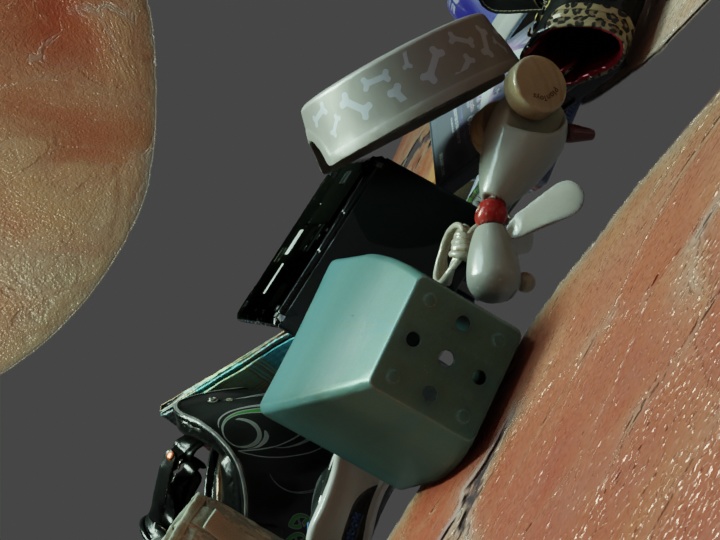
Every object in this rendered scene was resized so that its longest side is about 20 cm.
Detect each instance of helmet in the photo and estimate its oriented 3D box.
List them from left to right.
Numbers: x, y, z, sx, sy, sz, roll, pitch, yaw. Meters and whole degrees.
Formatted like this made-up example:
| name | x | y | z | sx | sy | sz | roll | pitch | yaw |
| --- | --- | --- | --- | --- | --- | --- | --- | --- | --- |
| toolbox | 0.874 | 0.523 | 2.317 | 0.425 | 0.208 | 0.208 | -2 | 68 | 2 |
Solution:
| name | x | y | z | sx | sy | sz | roll | pitch | yaw |
| --- | --- | --- | --- | --- | --- | --- | --- | --- | --- |
| helmet | -0.104 | 0.209 | 1.591 | 0.190 | 0.200 | 0.201 | 0 | -54 | -51 |

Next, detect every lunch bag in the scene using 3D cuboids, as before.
| name | x | y | z | sx | sy | sz | roll | pitch | yaw |
| --- | --- | --- | --- | --- | --- | --- | --- | --- | --- |
| lunch bag | -0.100 | 0.272 | 1.362 | 0.118 | 0.163 | 0.200 | -58 | 1 | -29 |

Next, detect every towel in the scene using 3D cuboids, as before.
| name | x | y | z | sx | sy | sz | roll | pitch | yaw |
| --- | --- | --- | --- | --- | --- | --- | --- | --- | --- |
| towel | -0.087 | 0.133 | 1.682 | 0.199 | 0.147 | 0.022 | -31 | 42 | 19 |

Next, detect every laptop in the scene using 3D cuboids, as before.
| name | x | y | z | sx | sy | sz | roll | pitch | yaw |
| --- | --- | --- | --- | --- | --- | --- | --- | --- | --- |
| laptop | 0.000 | 0.000 | 1.441 | 0.178 | 0.103 | 0.200 | -57 | 17 | -11 |

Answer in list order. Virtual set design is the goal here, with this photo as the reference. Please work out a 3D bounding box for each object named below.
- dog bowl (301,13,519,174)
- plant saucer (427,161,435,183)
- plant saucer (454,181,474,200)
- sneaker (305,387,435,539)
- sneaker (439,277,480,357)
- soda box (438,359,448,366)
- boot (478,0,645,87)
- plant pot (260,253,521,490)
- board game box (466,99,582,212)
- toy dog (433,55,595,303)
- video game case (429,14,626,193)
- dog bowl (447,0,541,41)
| name | x | y | z | sx | sy | sz | roll | pitch | yaw |
| --- | --- | --- | --- | --- | --- | --- | --- | --- | --- |
| dog bowl | 0.038 | -0.150 | 1.375 | 0.198 | 0.059 | 0.200 | -27 | 1 | 1 |
| plant saucer | 0.126 | -0.143 | 1.728 | 0.201 | 0.032 | 0.201 | -54 | -12 | -17 |
| plant saucer | 0.076 | -0.016 | 1.671 | 0.201 | 0.035 | 0.200 | -56 | -9 | -14 |
| sneaker | 0.003 | 0.159 | 1.429 | 0.202 | 0.072 | 0.112 | -64 | 6 | 2 |
| sneaker | 0.077 | 0.006 | 1.546 | 0.200 | 0.080 | 0.116 | -48 | 10 | 45 |
| soda box | 0.020 | 0.118 | 1.543 | 0.069 | 0.063 | 0.200 | -61 | 4 | -17 |
| boot | 0.167 | -0.226 | 1.397 | 0.198 | 0.073 | 0.151 | -5 | 45 | 35 |
| plant pot | 0.035 | 0.074 | 1.242 | 0.142 | 0.140 | 0.200 | -63 | 12 | -13 |
| board game box | 0.152 | -0.133 | 1.545 | 0.200 | 0.061 | 0.201 | -57 | 6 | 49 |
| toy dog | 0.137 | -0.065 | 1.306 | 0.132 | 0.095 | 0.202 | 176 | 109 | -76 |
| video game case | 0.143 | -0.165 | 1.455 | 0.199 | 0.019 | 0.144 | -37 | 30 | 23 |
| dog bowl | 0.181 | -0.296 | 1.600 | 0.200 | 0.079 | 0.200 | -41 | -10 | -9 |
